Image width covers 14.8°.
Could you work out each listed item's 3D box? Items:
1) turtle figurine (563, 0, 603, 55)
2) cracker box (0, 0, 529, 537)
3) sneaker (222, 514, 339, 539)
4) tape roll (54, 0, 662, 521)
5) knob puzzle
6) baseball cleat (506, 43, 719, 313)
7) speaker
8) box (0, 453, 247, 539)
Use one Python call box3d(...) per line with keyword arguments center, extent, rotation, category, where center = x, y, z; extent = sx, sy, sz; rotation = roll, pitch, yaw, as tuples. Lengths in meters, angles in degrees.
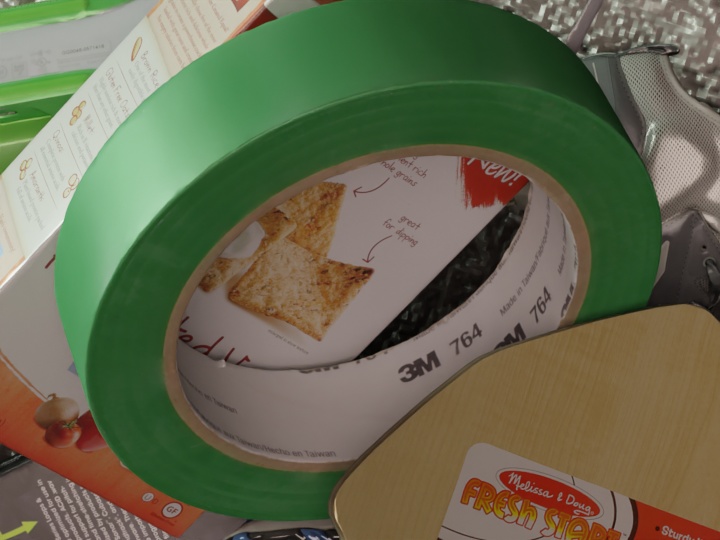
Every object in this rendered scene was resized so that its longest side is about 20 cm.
box3d(center=(0.070, -0.177, 0.954), extent=(0.200, 0.144, 0.194), rotation=(-18, 117, 3), category="turtle figurine")
box3d(center=(-0.053, -0.012, 0.983), extent=(0.134, 0.058, 0.200), rotation=(33, 108, -36), category="cracker box")
box3d(center=(0.046, 0.106, 1.017), extent=(0.200, 0.077, 0.076), rotation=(5, 109, 7), category="sneaker")
box3d(center=(0.000, 0.000, 0.930), extent=(0.200, 0.048, 0.200), rotation=(-13, 136, -13), category="tape roll")
box3d(center=(0.080, 0.107, 0.951), extent=(0.220, 0.030, 0.220), rotation=(0, 89, -12), category="knob puzzle")
box3d(center=(0.115, 0.016, 1.035), extent=(0.106, 0.070, 0.200), rotation=(-12, 100, 11), category="baseball cleat")
box3d(center=(-0.132, -0.058, 1.039), extent=(0.200, 0.088, 0.088), rotation=(-9, 99, 7), category="speaker")
box3d(center=(-0.092, 0.130, 1.095), extent=(0.200, 0.036, 0.143), rotation=(-25, 96, 8), category="box")
